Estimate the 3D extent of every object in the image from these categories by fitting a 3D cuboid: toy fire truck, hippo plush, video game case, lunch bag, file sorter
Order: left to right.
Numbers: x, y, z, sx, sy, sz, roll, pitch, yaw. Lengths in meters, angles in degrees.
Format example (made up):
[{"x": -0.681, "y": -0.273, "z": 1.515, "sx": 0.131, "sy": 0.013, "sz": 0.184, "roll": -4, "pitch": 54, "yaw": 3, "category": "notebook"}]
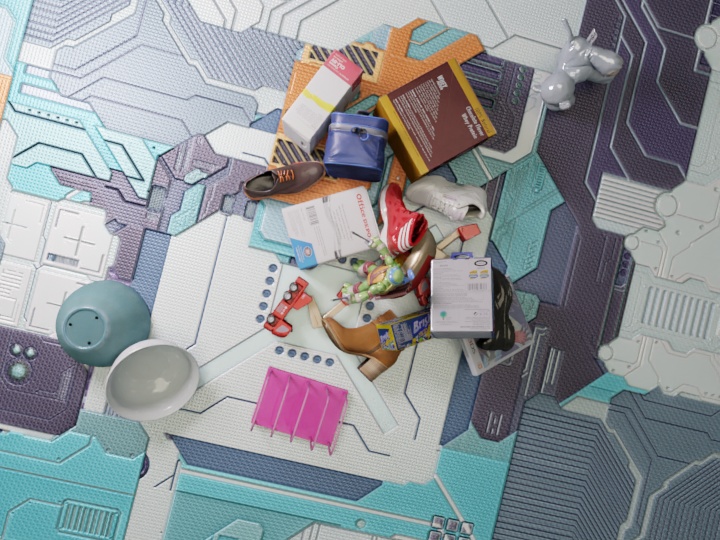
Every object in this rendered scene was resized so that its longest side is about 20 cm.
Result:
[{"x": -0.139, "y": 0.324, "z": 1.333, "sx": 0.200, "sy": 0.125, "sz": 0.139, "roll": 18, "pitch": 88, "yaw": -5, "category": "file sorter"}, {"x": -0.119, "y": 0.088, "z": 1.373, "sx": 0.141, "sy": 0.049, "sz": 0.200, "roll": 36, "pitch": 88, "yaw": -6, "category": "toy fire truck"}, {"x": -0.008, "y": -0.284, "z": 1.307, "sx": 0.135, "sy": 0.200, "sz": 0.133, "roll": 7, "pitch": 88, "yaw": -1, "category": "lunch bag"}, {"x": 0.208, "y": -0.014, "z": 1.396, "sx": 0.200, "sy": 0.049, "sz": 0.141, "roll": -23, "pitch": 91, "yaw": -3, "category": "toy fire truck"}, {"x": 0.313, "y": 0.127, "z": 1.389, "sx": 0.200, "sy": 0.023, "sz": 0.183, "roll": -23, "pitch": 92, "yaw": -29, "category": "video game case"}, {"x": 0.507, "y": -0.450, "z": 1.370, "sx": 0.159, "sy": 0.200, "sz": 0.161, "roll": 30, "pitch": 96, "yaw": 17, "category": "hippo plush"}]

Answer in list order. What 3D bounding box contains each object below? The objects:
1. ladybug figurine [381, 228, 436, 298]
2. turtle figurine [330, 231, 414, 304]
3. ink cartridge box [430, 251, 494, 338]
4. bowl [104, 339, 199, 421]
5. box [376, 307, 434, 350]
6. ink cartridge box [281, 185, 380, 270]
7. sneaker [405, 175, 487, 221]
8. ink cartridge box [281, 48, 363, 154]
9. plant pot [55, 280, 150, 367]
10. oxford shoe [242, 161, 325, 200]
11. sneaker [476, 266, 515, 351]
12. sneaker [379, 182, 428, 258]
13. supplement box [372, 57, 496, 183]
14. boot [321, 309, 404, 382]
[{"x": 0.110, "y": -0.011, "z": 1.357, "sx": 0.072, "sy": 0.136, "sz": 0.200, "roll": 29, "pitch": 107, "yaw": -26, "category": "ladybug figurine"}, {"x": 0.000, "y": 0.000, "z": 1.266, "sx": 0.199, "sy": 0.194, "sz": 0.144, "roll": -4, "pitch": 83, "yaw": -20, "category": "turtle figurine"}, {"x": 0.227, "y": 0.047, "z": 1.296, "sx": 0.136, "sy": 0.076, "sz": 0.201, "roll": -2, "pitch": 73, "yaw": 13, "category": "ink cartridge box"}, {"x": -0.470, "y": 0.228, "z": 1.301, "sx": 0.201, "sy": 0.090, "sz": 0.202, "roll": -15, "pitch": 122, "yaw": -24, "category": "bowl"}, {"x": 0.141, "y": 0.128, "z": 1.352, "sx": 0.200, "sy": 0.070, "sz": 0.064, "roll": -14, "pitch": 91, "yaw": -29, "category": "box"}, {"x": -0.068, "y": -0.098, "z": 1.359, "sx": 0.200, "sy": 0.086, "sz": 0.147, "roll": -16, "pitch": 92, "yaw": -7, "category": "ink cartridge box"}, {"x": 0.206, "y": -0.167, "z": 1.374, "sx": 0.199, "sy": 0.075, "sz": 0.100, "roll": 7, "pitch": 45, "yaw": -4, "category": "sneaker"}, {"x": -0.088, "y": -0.379, "z": 1.327, "sx": 0.083, "sy": 0.145, "sz": 0.200, "roll": 37, "pitch": 87, "yaw": -4, "category": "ink cartridge box"}, {"x": -0.583, "y": 0.122, "z": 1.287, "sx": 0.200, "sy": 0.135, "sz": 0.201, "roll": 0, "pitch": 89, "yaw": -5, "category": "plant pot"}, {"x": -0.175, "y": -0.210, "z": 1.355, "sx": 0.200, "sy": 0.073, "sz": 0.071, "roll": -19, "pitch": 91, "yaw": -5, "category": "oxford shoe"}, {"x": 0.298, "y": 0.088, "z": 1.337, "sx": 0.091, "sy": 0.076, "sz": 0.201, "roll": -3, "pitch": 81, "yaw": -21, "category": "sneaker"}, {"x": 0.107, "y": -0.127, "z": 1.333, "sx": 0.078, "sy": 0.115, "sz": 0.200, "roll": 26, "pitch": 54, "yaw": -43, "category": "sneaker"}, {"x": 0.168, "y": -0.343, "z": 1.357, "sx": 0.200, "sy": 0.133, "sz": 0.198, "roll": -30, "pitch": 93, "yaw": -4, "category": "supplement box"}, {"x": 0.017, "y": 0.144, "z": 1.374, "sx": 0.155, "sy": 0.074, "sz": 0.200, "roll": -44, "pitch": 106, "yaw": -10, "category": "boot"}]
